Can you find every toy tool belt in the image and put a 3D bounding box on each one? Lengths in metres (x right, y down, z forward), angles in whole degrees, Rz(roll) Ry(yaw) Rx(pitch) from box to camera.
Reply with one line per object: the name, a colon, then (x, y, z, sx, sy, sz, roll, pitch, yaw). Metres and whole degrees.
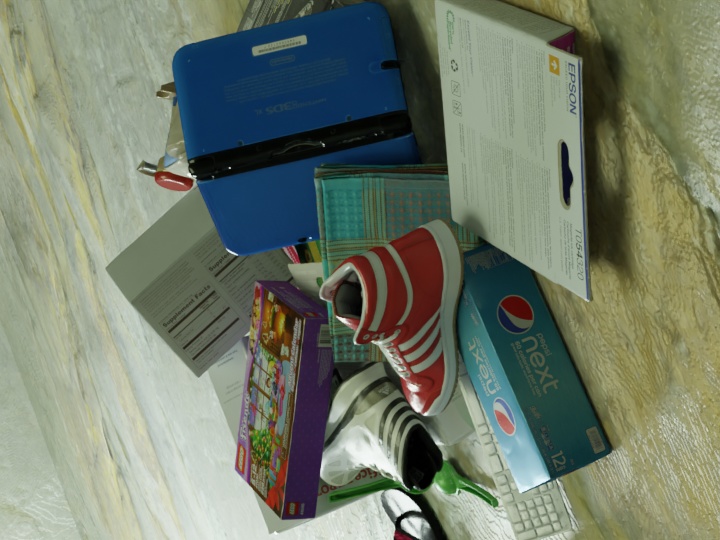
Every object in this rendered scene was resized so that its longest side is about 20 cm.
toy tool belt: (-0.172, -0.167, 1.880, 0.200, 0.124, 0.124, -21, 56, 64)

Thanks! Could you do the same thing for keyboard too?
keyboard: (0.130, 0.142, 1.491, 0.011, 0.056, 0.202, -14, -96, -68)

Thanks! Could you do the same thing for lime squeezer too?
lime squeezer: (0.066, 0.210, 1.670, 0.199, 0.070, 0.038, -3, 94, 36)

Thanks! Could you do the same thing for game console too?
game console: (-0.050, -0.123, 1.493, 0.118, 0.198, 0.172, 49, -151, -76)

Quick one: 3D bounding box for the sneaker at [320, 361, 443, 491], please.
sneaker: (0.013, 0.183, 1.618, 0.116, 0.075, 0.201, 50, 151, 20)

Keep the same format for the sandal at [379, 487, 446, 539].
sandal: (0.069, 0.308, 1.757, 0.201, 0.045, 0.075, 56, 153, 31)

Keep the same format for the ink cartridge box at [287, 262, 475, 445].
ink cartridge box: (0.021, 0.071, 1.622, 0.161, 0.050, 0.201, -4, 113, 62)

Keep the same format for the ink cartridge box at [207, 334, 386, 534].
ink cartridge box: (-0.058, 0.158, 1.783, 0.084, 0.144, 0.202, -29, 80, 48)

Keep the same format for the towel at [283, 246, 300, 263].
towel: (-0.084, -0.009, 1.889, 0.145, 0.022, 0.201, 58, 152, 32)

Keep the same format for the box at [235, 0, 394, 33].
box: (-0.066, -0.176, 1.564, 0.158, 0.048, 0.201, 43, 116, 42)

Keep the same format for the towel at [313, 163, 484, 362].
towel: (0.038, -0.003, 1.484, 0.022, 0.145, 0.202, -80, -12, -58)

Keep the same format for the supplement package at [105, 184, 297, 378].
supplement package: (-0.169, 0.003, 1.790, 0.111, 0.156, 0.200, 50, 175, -18)

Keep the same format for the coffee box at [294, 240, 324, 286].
coffee box: (0.000, 0.000, 1.675, 0.124, 0.044, 0.200, 68, 158, 2)

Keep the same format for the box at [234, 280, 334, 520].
box: (-0.074, 0.123, 1.633, 0.137, 0.039, 0.202, -148, 63, -63)

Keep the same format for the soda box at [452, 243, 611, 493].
soda box: (0.132, 0.078, 1.411, 0.202, 0.064, 0.068, 68, 157, 10)

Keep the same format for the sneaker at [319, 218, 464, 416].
sneaker: (0.024, 0.054, 1.410, 0.071, 0.112, 0.201, 48, 148, 43)

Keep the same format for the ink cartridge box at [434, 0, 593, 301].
ink cartridge box: (0.131, -0.101, 1.306, 0.200, 0.043, 0.198, 34, 136, 52)
